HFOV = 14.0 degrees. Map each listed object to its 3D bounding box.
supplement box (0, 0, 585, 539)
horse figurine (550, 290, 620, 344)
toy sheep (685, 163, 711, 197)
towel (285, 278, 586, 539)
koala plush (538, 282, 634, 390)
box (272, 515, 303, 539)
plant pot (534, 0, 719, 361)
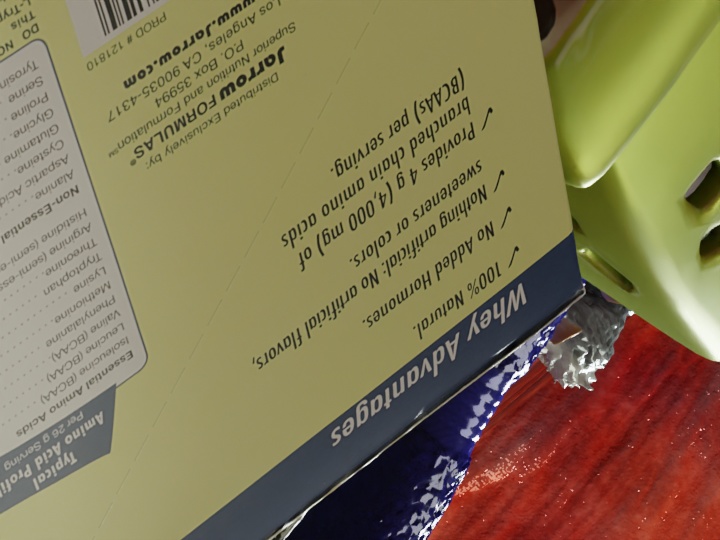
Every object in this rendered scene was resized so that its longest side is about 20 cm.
[{"bbox_3d":[-0.075,-0.041,0.644,0.200,0.134,0.200,-36,137,-23],"label":"supplement box"},{"bbox_3d":[0.011,-0.020,1.003,0.200,0.133,0.050,-31,174,36],"label":"horse figurine"},{"bbox_3d":[0.125,-0.081,1.020,0.138,0.138,0.200,-42,-174,7],"label":"toy sheep"},{"bbox_3d":[0.000,0.000,0.936,0.201,0.147,0.049,-58,150,5],"label":"towel"},{"bbox_3d":[0.066,-0.061,1.158,0.177,0.200,0.184,-37,169,-21],"label":"koala plush"},{"bbox_3d":[-0.067,0.044,0.848,0.200,0.047,0.193,-51,-160,9],"label":"box"},{"bbox_3d":[0.062,-0.121,0.803,0.199,0.200,0.181,-54,156,2],"label":"plant pot"}]
